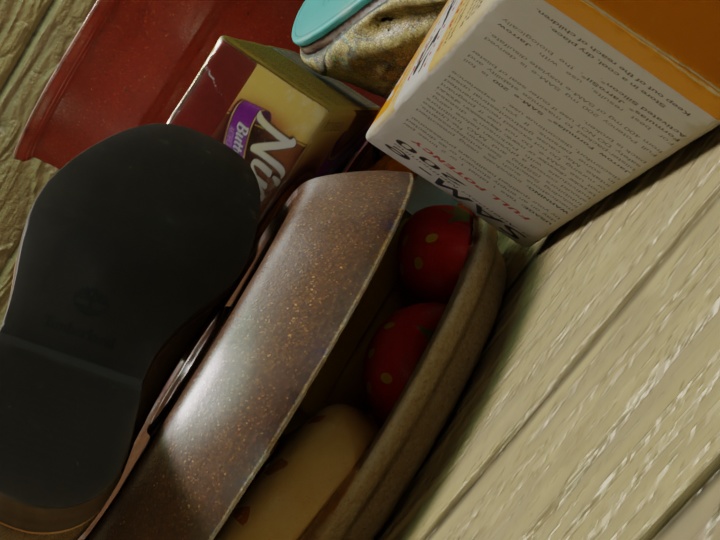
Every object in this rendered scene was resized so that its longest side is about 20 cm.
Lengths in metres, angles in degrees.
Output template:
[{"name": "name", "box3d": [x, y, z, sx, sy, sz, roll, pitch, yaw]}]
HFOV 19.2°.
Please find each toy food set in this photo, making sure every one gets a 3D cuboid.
[{"name": "toy food set", "box3d": [-0.014, 0.059, 0.776, 0.200, 0.049, 0.198, -60, 6, -16]}]

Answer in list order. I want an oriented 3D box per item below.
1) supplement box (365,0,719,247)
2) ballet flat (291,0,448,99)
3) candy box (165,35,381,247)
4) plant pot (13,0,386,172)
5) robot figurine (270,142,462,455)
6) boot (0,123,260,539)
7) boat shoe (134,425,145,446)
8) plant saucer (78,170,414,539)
[{"name": "supplement box", "box3d": [0.080, -0.093, 0.658, 0.126, 0.074, 0.200, -58, 5, -16]}, {"name": "ballet flat", "box3d": [0.047, -0.123, 0.854, 0.200, 0.071, 0.071, -32, 24, 51]}, {"name": "candy box", "box3d": [-0.052, -0.034, 0.898, 0.117, 0.056, 0.200, -56, -4, 7]}, {"name": "plant pot", "box3d": [-0.043, -0.090, 1.098, 0.201, 0.195, 0.201, -57, 5, 8]}, {"name": "robot figurine", "box3d": [0.000, 0.000, 0.936, 0.200, 0.058, 0.145, -55, 5, 19]}, {"name": "boot", "box3d": [-0.092, 0.026, 0.730, 0.200, 0.074, 0.075, -67, 0, -46]}, {"name": "boat shoe", "box3d": [-0.107, 0.058, 0.917, 0.200, 0.068, 0.075, 70, -153, -76]}, {"name": "plant saucer", "box3d": [-0.048, 0.042, 0.748, 0.200, 0.034, 0.200, -56, 5, 7]}]
